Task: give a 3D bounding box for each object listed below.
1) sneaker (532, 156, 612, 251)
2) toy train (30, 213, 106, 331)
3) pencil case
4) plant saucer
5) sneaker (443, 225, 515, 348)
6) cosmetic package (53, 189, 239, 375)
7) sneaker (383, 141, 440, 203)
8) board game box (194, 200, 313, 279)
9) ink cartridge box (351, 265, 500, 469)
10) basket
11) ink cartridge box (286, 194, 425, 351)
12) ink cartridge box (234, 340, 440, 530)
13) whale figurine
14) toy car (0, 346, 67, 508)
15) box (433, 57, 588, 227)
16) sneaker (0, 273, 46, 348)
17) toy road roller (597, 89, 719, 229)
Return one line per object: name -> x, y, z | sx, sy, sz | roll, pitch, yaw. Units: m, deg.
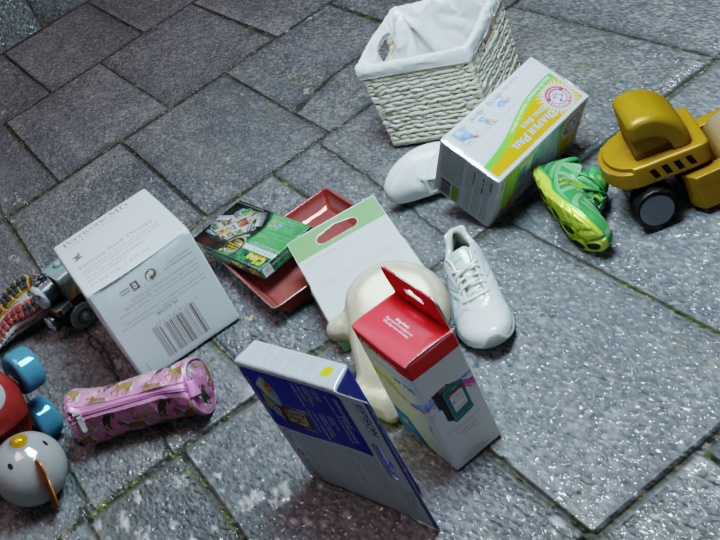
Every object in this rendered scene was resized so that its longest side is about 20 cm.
sneaker -> 0.279, -0.096, 1.444 | 0.083, 0.074, 0.200 | -28, 32, 6
toy train -> -0.425, 0.003, 1.773 | 0.085, 0.114, 0.200 | 22, 57, 40
pencil case -> -0.286, 0.171, 1.479 | 0.200, 0.083, 0.087 | -16, 34, 16
plant saucer -> -0.079, -0.025, 1.641 | 0.200, 0.037, 0.200 | -35, 33, -13
sneaker -> 0.133, 0.020, 1.387 | 0.070, 0.080, 0.200 | -23, 34, 5
cosmetic package -> -0.309, 0.017, 1.629 | 0.167, 0.167, 0.200 | -36, 33, -12
sneaker -> 0.131, -0.140, 1.623 | 0.200, 0.075, 0.089 | -25, 45, 2
board game box -> -0.161, -0.048, 1.678 | 0.105, 0.023, 0.200 | -40, 34, -21
ink cartridge box -> 0.063, 0.103, 1.209 | 0.067, 0.200, 0.116 | -36, 33, -14
basket -> 0.131, -0.320, 1.780 | 0.200, 0.161, 0.198 | -7, 38, 30
ink cartridge box -> 0.000, 0.000, 1.512 | 0.145, 0.048, 0.200 | -30, 41, -2
ink cartridge box -> -0.015, 0.167, 1.181 | 0.200, 0.198, 0.047 | 10, 49, 43
whale figurine -> 0.037, 0.090, 1.361 | 0.159, 0.104, 0.200 | 8, 67, 14
toy car -> -0.442, 0.229, 1.451 | 0.200, 0.177, 0.184 | 25, 46, 36
box -> 0.204, -0.176, 1.544 | 0.101, 0.113, 0.200 | 39, 65, 19
sneaker -> -0.563, 0.081, 1.823 | 0.200, 0.078, 0.082 | -33, -9, 10
toy road roller -> 0.389, -0.157, 1.381 | 0.200, 0.146, 0.123 | -21, 34, 10
